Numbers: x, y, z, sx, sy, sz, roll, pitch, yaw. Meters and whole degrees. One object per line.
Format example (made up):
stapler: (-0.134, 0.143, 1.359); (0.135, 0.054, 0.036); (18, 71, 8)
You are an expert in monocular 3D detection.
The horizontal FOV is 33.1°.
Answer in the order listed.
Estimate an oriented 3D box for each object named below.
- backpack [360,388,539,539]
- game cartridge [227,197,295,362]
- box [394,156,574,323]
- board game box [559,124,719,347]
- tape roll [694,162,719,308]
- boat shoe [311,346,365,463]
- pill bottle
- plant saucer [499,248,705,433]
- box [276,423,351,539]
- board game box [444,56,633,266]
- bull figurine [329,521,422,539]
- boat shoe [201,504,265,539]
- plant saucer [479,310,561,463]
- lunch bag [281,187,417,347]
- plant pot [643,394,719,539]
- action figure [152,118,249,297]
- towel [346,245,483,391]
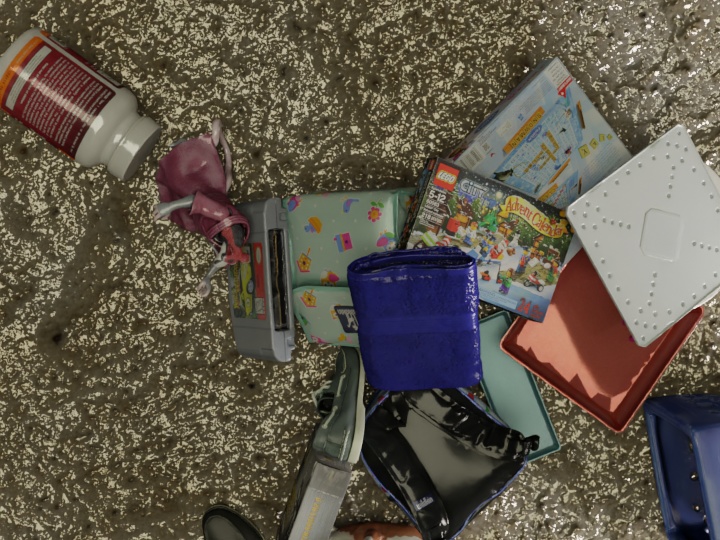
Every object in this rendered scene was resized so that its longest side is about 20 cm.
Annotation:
backpack: (0.091, 0.219, 1.535); (0.200, 0.154, 0.191); (-44, 99, -5)
game cartridge: (-0.128, 0.012, 1.526); (0.041, 0.133, 0.202); (-4, 91, -25)
box: (0.148, -0.035, 1.438); (0.199, 0.038, 0.137); (20, 87, -18)
board game box: (0.362, -0.043, 1.480); (0.200, 0.026, 0.201); (-35, 103, -18)
tape roll: (0.385, -0.047, 1.523); (0.201, 0.037, 0.204); (0, 90, -22)
boat shoe: (-0.029, 0.158, 1.509); (0.061, 0.200, 0.073); (9, 124, -7)
pill bottle: (-0.355, -0.203, 1.516); (0.199, 0.113, 0.113); (35, 94, -2)
plant saucer: (0.310, 0.073, 1.569); (0.199, 0.037, 0.201); (36, 89, -3)
box: (-0.061, 0.293, 1.516); (0.048, 0.200, 0.159); (19, 96, -4)
board game box: (0.230, -0.123, 1.505); (0.200, 0.041, 0.200); (-44, 105, -13)
bull figurine: (0.037, 0.364, 1.568); (0.199, 0.121, 0.066); (5, 94, -6)
boat shoe: (-0.149, 0.403, 1.597); (0.073, 0.063, 0.202); (-27, 93, 5)
plant saucer: (0.196, 0.155, 1.594); (0.070, 0.019, 0.201); (-22, 95, 2)
lunch bag: (0.000, 0.000, 1.507); (0.169, 0.122, 0.202); (0, 97, 27)
plant pot: (0.481, 0.253, 1.517); (0.179, 0.200, 0.201); (-12, 94, -5)
action figure: (-0.179, -0.069, 1.504); (0.149, 0.200, 0.134); (-34, 139, -13)
towel: (0.068, 0.057, 1.415); (0.147, 0.050, 0.201); (-2, 131, 7)
